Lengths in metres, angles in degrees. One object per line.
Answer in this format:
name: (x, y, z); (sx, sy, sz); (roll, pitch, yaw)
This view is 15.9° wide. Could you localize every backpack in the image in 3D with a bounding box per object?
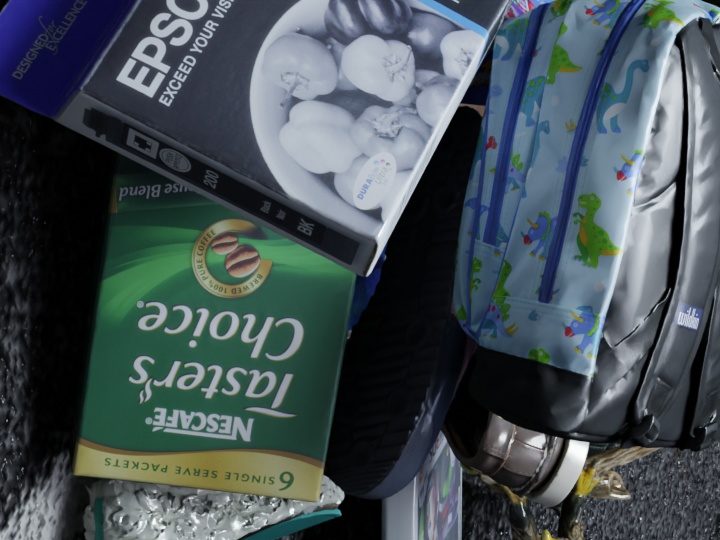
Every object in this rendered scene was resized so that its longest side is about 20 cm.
backpack: (0.118, -0.031, 1.197); (0.163, 0.154, 0.201); (4, 108, -54)

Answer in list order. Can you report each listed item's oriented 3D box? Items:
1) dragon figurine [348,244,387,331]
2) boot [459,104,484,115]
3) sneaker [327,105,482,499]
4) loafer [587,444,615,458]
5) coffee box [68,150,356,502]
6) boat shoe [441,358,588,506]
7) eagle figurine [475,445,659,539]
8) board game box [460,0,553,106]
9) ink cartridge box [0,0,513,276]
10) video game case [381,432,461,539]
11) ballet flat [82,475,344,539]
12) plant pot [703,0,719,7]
dragon figurine: (0.000, 0.000, 1.394); (0.059, 0.099, 0.201); (-45, 123, -64)
boot: (0.076, -0.045, 1.493); (0.200, 0.064, 0.187); (-59, 129, -63)
sneaker: (0.046, 0.025, 1.246); (0.082, 0.070, 0.201); (33, 68, -40)
loafer: (0.138, 0.062, 1.618); (0.200, 0.072, 0.063); (109, -3, -50)
coffee box: (-0.062, 0.003, 1.189); (0.044, 0.123, 0.201); (-124, -136, -74)
boat shoe: (0.067, 0.064, 1.437); (0.059, 0.200, 0.072); (20, 107, -22)
eagle figurine: (0.128, 0.207, 1.574); (0.151, 0.152, 0.201); (20, 48, -43)
board game box: (0.019, -0.172, 1.283); (0.200, 0.045, 0.134); (55, 23, 17)
ink cartridge box: (-0.044, -0.119, 1.143); (0.198, 0.199, 0.043); (-62, 176, -33)
video game case: (0.037, 0.175, 1.498); (0.182, 0.023, 0.201); (-49, 140, -74)
ballet flat: (-0.071, 0.112, 1.287); (0.200, 0.072, 0.072); (-10, 104, -62)
plant pot: (0.224, -0.137, 1.709); (0.190, 0.199, 0.201); (-37, 129, -72)
